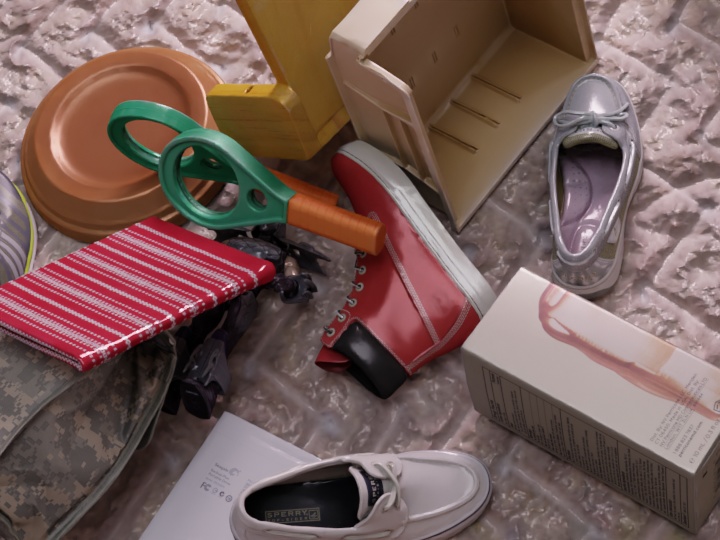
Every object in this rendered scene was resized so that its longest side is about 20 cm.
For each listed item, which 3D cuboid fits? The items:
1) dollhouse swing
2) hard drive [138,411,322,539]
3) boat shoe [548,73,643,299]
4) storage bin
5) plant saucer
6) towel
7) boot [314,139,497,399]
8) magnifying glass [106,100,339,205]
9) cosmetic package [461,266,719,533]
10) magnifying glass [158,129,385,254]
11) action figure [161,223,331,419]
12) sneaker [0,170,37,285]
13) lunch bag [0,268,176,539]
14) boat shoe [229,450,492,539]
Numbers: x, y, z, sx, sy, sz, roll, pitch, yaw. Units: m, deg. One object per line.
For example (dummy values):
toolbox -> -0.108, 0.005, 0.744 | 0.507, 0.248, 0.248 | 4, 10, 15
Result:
dollhouse swing -> -0.049, -0.222, 1.548 | 0.200, 0.176, 0.181 | -47, 28, -21
hard drive -> -0.102, 0.218, 1.434 | 0.131, 0.025, 0.201 | 24, 67, 24
boat shoe -> 0.184, -0.078, 1.520 | 0.074, 0.065, 0.203 | 4, 61, 15
storage bin -> 0.084, -0.177, 1.525 | 0.093, 0.199, 0.200 | 30, 70, 31
plant saucer -> -0.204, -0.117, 1.650 | 0.198, 0.038, 0.201 | -6, 59, 10
towel -> -0.178, 0.016, 1.440 | 0.144, 0.023, 0.199 | 20, 34, 38
boot -> 0.000, 0.000, 1.512 | 0.144, 0.073, 0.200 | -34, 65, -6
magnifying glass -> -0.113, -0.089, 1.569 | 0.199, 0.080, 0.023 | 23, 60, -4
cosmetic package -> 0.182, 0.094, 1.399 | 0.199, 0.104, 0.087 | 28, 68, 24
magnifying glass -> -0.072, -0.055, 1.497 | 0.199, 0.080, 0.022 | 19, 34, 20
action figure -> -0.103, 0.024, 1.526 | 0.129, 0.070, 0.201 | 9, 57, 30
sneaker -> -0.312, -0.012, 1.585 | 0.073, 0.081, 0.201 | -16, 58, 3
lunch bag -> -0.243, 0.097, 1.463 | 0.200, 0.118, 0.164 | -49, 40, -15
boat shoe -> 0.003, 0.165, 1.396 | 0.198, 0.066, 0.073 | -3, 69, -7
